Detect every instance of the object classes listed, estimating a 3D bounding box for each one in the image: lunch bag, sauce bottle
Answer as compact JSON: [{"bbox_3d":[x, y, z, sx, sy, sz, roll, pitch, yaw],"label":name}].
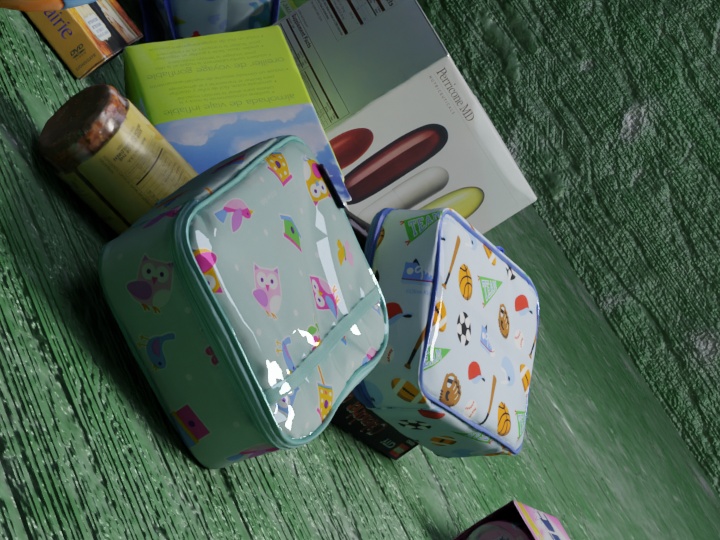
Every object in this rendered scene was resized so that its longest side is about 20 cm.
[{"bbox_3d":[0.066,0.044,1.229,0.200,0.075,0.161,38,53,-56],"label":"lunch bag"},{"bbox_3d":[-0.056,0.017,0.985,0.161,0.077,0.200,62,28,-9],"label":"lunch bag"},{"bbox_3d":[-0.131,-0.240,1.488,0.170,0.127,0.201,-109,-172,-57],"label":"lunch bag"},{"bbox_3d":[-0.117,-0.029,1.063,0.200,0.066,0.066,49,12,-32],"label":"sauce bottle"}]

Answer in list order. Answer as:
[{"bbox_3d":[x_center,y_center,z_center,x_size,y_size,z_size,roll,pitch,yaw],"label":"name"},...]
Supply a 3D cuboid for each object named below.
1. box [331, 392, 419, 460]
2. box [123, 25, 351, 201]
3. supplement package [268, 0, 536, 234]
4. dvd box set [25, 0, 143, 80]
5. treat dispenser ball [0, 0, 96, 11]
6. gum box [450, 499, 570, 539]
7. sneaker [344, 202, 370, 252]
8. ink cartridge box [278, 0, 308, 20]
[{"bbox_3d":[-0.031,0.049,1.239,0.200,0.038,0.137,38,19,-54],"label":"box"},{"bbox_3d":[-0.090,-0.092,1.195,0.048,0.121,0.201,94,-20,-45],"label":"box"},{"bbox_3d":[-0.001,-0.100,1.344,0.191,0.199,0.147,50,10,-46],"label":"supplement package"},{"bbox_3d":[-0.243,-0.236,1.240,0.200,0.029,0.146,53,11,-9],"label":"dvd box set"},{"bbox_3d":[-0.203,-0.263,1.049,0.201,0.201,0.201,51,11,-14],"label":"treat dispenser ball"},{"bbox_3d":[0.153,0.276,1.243,0.201,0.066,0.113,59,12,24],"label":"gum box"},{"bbox_3d":[0.000,0.000,1.261,0.200,0.066,0.091,39,20,-40],"label":"sneaker"},{"bbox_3d":[-0.075,-0.251,1.671,0.146,0.048,0.200,59,-22,23],"label":"ink cartridge box"}]
